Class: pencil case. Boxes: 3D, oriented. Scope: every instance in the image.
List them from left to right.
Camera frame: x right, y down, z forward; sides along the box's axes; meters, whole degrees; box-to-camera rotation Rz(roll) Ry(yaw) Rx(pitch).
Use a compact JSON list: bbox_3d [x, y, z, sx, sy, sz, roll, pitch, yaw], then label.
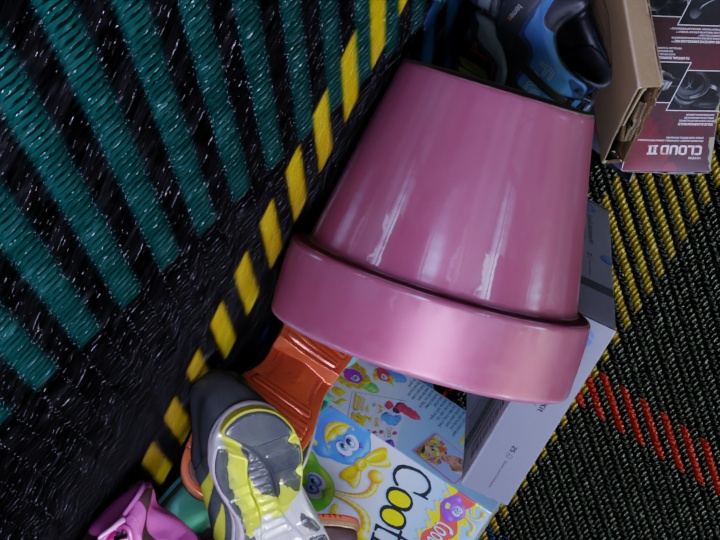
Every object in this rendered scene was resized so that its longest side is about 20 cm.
[{"bbox_3d":[-0.092,0.224,1.429,0.091,0.200,0.094,-49,-177,-20],"label":"pencil case"}]

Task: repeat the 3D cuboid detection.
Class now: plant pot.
[{"bbox_3d":[0.061,-0.031,1.467,0.200,0.200,0.179,-21,128,-79],"label":"plant pot"}]

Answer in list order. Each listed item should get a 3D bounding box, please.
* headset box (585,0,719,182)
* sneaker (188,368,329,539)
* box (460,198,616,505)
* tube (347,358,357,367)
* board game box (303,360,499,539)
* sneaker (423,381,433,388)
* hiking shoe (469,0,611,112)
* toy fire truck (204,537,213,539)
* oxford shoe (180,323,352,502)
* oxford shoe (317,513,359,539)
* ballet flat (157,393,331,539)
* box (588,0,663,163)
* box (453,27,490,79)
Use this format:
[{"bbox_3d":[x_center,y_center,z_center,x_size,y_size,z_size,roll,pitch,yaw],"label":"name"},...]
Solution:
[{"bbox_3d":[0.208,-0.168,1.720,0.149,0.077,0.201,-129,-137,-65],"label":"headset box"},{"bbox_3d":[-0.066,0.144,1.494,0.074,0.085,0.200,-15,131,-14],"label":"sneaker"},{"bbox_3d":[0.125,0.051,1.646,0.156,0.041,0.200,-61,-170,24],"label":"box"},{"bbox_3d":[0.000,0.000,1.664,0.077,0.050,0.200,-14,152,-25],"label":"tube"},{"bbox_3d":[0.012,0.145,1.800,0.103,0.200,0.105,-61,172,31],"label":"board game box"},{"bbox_3d":[0.025,0.116,1.962,0.200,0.066,0.079,-48,163,-57],"label":"sneaker"},{"bbox_3d":[0.128,-0.118,1.587,0.074,0.087,0.200,-48,140,-39],"label":"hiking shoe"},{"bbox_3d":[-0.131,0.250,1.726,0.168,0.112,0.200,1,123,-60],"label":"toy fire truck"},{"bbox_3d":[-0.067,0.102,1.604,0.200,0.071,0.073,-48,177,-44],"label":"oxford shoe"},{"bbox_3d":[-0.084,0.223,1.633,0.200,0.073,0.071,-15,164,-25],"label":"oxford shoe"},{"bbox_3d":[-0.082,0.141,1.660,0.200,0.070,0.067,-52,172,-33],"label":"ballet flat"},{"bbox_3d":[0.172,-0.192,1.606,0.164,0.021,0.201,99,-17,-74],"label":"box"},{"bbox_3d":[0.111,-0.172,1.737,0.110,0.035,0.200,-56,173,-8],"label":"box"}]
